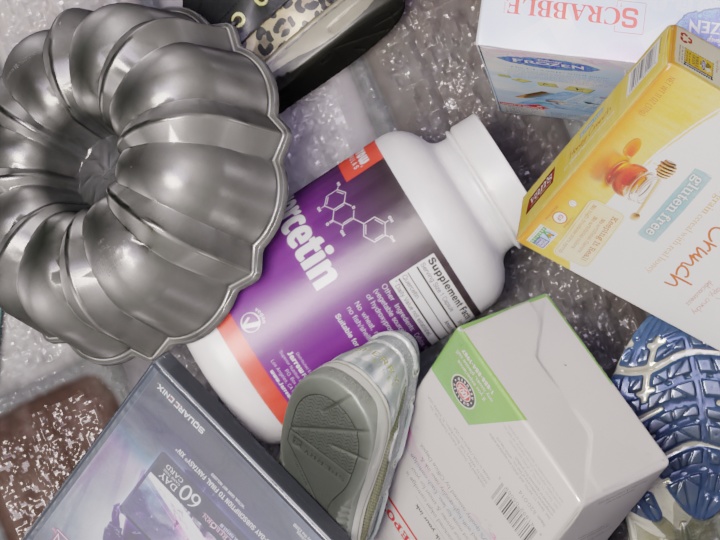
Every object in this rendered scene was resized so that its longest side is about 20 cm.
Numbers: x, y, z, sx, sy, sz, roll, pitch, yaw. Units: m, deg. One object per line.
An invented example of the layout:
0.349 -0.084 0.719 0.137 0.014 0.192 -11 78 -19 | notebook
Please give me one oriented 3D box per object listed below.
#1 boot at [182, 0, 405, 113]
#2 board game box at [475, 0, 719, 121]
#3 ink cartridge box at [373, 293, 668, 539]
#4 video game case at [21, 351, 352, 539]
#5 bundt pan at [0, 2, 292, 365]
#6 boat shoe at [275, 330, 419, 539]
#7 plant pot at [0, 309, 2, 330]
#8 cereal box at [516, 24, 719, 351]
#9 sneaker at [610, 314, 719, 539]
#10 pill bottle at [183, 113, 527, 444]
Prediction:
-0.095 -0.154 1.503 0.203 0.073 0.154 -32 78 2 | boot
0.166 -0.108 1.401 0.198 0.200 0.042 7 85 6 | board game box
0.070 0.120 1.417 0.067 0.200 0.117 -21 66 -35 | ink cartridge box
-0.106 0.158 1.445 0.143 0.019 0.200 45 125 9 | video game case
-0.139 -0.054 1.417 0.201 0.076 0.204 -9 73 32 | bundt pan
-0.014 0.111 1.425 0.074 0.203 0.065 36 50 18 | boat shoe
-0.316 -0.013 1.484 0.198 0.141 0.143 3 85 16 | plant pot
0.199 -0.024 1.336 0.199 0.040 0.144 27 131 -13 | cereal box
0.168 0.117 1.429 0.076 0.085 0.202 -3 99 2 | sneaker
0.000 0.000 1.454 0.199 0.112 0.113 -34 82 2 | pill bottle
